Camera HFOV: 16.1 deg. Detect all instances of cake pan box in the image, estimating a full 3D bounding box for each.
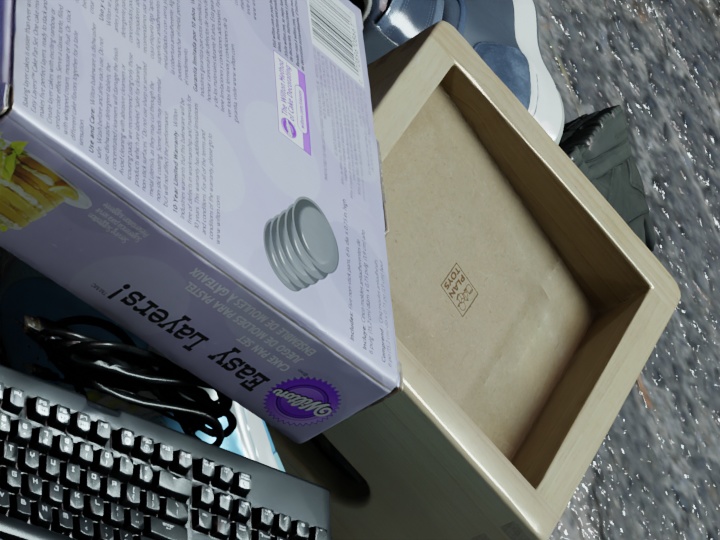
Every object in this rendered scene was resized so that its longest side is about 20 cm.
[{"bbox_3d":[-0.067,-0.066,0.856,0.184,0.052,0.200,38,33,-39],"label":"cake pan box"}]

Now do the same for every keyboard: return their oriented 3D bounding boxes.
[{"bbox_3d":[-0.078,0.058,0.800,0.200,0.040,0.104,24,47,-39],"label":"keyboard"}]

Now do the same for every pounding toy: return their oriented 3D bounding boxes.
[{"bbox_3d":[0.000,0.000,1.038,0.200,0.142,0.184,48,46,-13],"label":"pounding toy"}]

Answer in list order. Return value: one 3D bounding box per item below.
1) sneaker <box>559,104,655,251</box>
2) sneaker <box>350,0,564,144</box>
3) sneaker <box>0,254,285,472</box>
[{"bbox_3d":[0.101,-0.016,1.241,0.091,0.076,0.200,63,32,-6],"label":"sneaker"},{"bbox_3d":[0.011,-0.125,1.175,0.146,0.077,0.202,33,15,-22],"label":"sneaker"},{"bbox_3d":[-0.083,0.084,0.867,0.200,0.080,0.131,58,29,1],"label":"sneaker"}]
